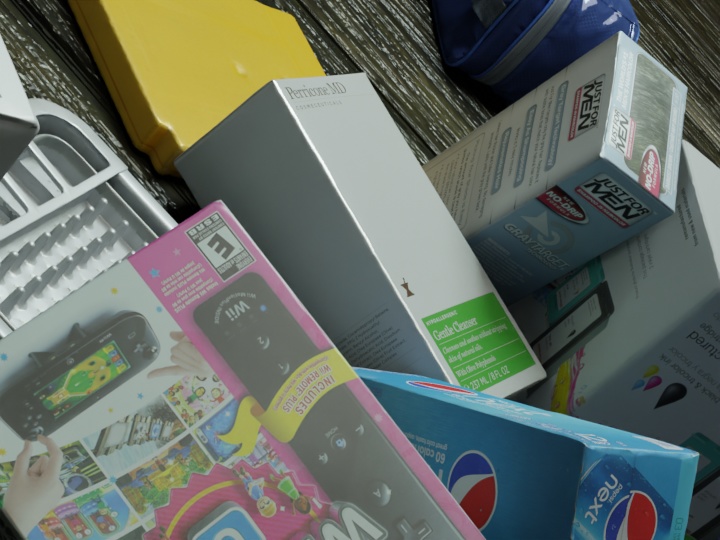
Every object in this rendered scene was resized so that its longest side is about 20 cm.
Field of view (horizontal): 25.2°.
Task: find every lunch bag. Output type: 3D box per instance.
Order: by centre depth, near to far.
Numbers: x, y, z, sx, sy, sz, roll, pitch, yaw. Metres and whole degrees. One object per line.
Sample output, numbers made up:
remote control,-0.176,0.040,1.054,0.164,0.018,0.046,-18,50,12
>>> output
lunch bag,0.139,-0.239,1.390,0.132,0.136,0.201,32,28,-27

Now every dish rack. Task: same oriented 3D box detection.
dish rack,-0.122,0.020,0.727,0.200,0.044,0.172,46,25,0

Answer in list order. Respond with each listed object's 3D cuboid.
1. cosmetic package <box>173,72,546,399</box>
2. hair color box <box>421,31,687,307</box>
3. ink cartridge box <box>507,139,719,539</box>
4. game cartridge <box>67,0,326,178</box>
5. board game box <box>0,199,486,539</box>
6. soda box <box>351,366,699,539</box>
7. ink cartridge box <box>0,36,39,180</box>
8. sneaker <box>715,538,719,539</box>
cosmetic package,0.000,0.000,0.867,0.201,0.085,0.107,60,30,7
hair color box,0.095,-0.043,0.940,0.060,0.199,0.100,34,48,-23
ink cartridge box,0.170,0.066,0.922,0.146,0.200,0.147,35,29,-21
game cartridge,-0.084,-0.114,0.998,0.199,0.032,0.177,11,43,-47
board game box,-0.053,0.095,0.612,0.147,0.064,0.201,-35,84,-29
soda box,0.050,0.090,0.701,0.064,0.069,0.199,9,1,-33
ink cartridge box,-0.219,-0.085,0.610,0.084,0.145,0.201,10,43,-48
sneaker,0.171,0.174,0.866,0.199,0.115,0.081,30,29,-30
